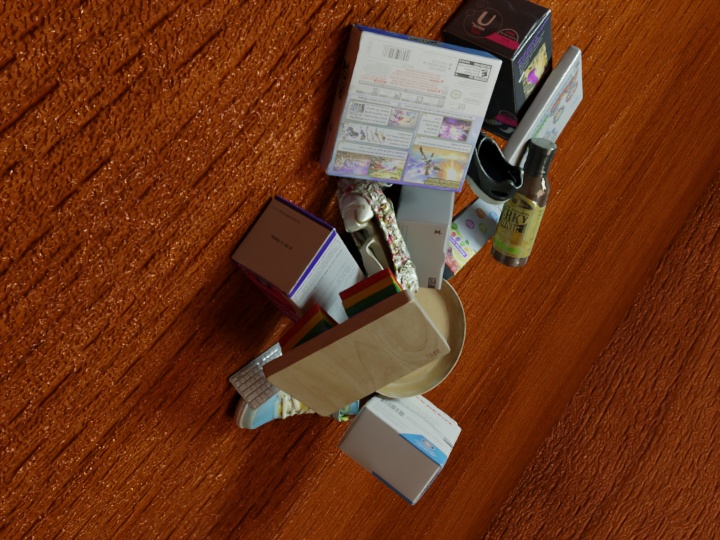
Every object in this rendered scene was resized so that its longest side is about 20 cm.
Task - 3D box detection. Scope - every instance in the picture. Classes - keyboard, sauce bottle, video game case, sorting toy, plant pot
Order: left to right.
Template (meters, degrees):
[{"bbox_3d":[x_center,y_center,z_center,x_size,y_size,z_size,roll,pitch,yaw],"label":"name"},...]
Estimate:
[{"bbox_3d":[-0.101,0.126,1.224,0.200,0.056,0.011,-35,167,-41],"label":"keyboard"},{"bbox_3d":[-0.007,0.090,1.085,0.197,0.070,0.200,-28,152,7],"label":"sorting toy"},{"bbox_3d":[0.069,0.094,1.312,0.198,0.027,0.202,-4,100,-22],"label":"plant pot"},{"bbox_3d":[0.062,-0.202,1.093,0.198,0.046,0.183,5,115,-24],"label":"video game case"},{"bbox_3d":[0.251,-0.104,1.309,0.065,0.064,0.202,-27,136,-48],"label":"sauce bottle"},{"bbox_3d":[0.284,-0.225,1.331,0.201,0.024,0.182,-57,161,-2],"label":"video game case"}]

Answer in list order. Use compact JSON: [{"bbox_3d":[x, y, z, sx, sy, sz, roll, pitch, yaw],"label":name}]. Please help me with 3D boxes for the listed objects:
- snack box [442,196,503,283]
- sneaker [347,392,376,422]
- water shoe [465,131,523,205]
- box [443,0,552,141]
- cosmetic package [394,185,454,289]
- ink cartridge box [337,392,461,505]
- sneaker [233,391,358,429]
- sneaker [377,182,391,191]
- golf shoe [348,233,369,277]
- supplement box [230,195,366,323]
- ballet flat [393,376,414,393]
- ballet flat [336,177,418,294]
[{"bbox_3d":[0.152,-0.041,1.417,0.200,0.068,0.169,-41,179,-34],"label":"snack box"},{"bbox_3d":[0.000,0.144,1.398,0.201,0.075,0.105,-61,156,-11],"label":"sneaker"},{"bbox_3d":[0.152,-0.183,1.213,0.072,0.200,0.079,-48,-178,-26],"label":"water shoe"},{"bbox_3d":[0.210,-0.303,1.278,0.106,0.122,0.200,-51,152,-16],"label":"box"},{"bbox_3d":[0.093,-0.077,1.241,0.201,0.080,0.114,-73,170,-55],"label":"cosmetic package"},{"bbox_3d":[0.066,0.260,1.341,0.086,0.146,0.200,-56,171,12],"label":"ink cartridge box"},{"bbox_3d":[-0.078,0.186,1.237,0.200,0.130,0.080,-36,147,-41],"label":"sneaker"},{"bbox_3d":[0.050,-0.161,1.177,0.074,0.088,0.201,3,115,-62],"label":"sneaker"},{"bbox_3d":[0.000,0.000,1.256,0.201,0.077,0.094,-59,154,-2],"label":"golf shoe"},{"bbox_3d":[-0.068,0.007,1.113,0.104,0.101,0.200,-55,153,-10],"label":"supplement box"},{"bbox_3d":[0.090,0.152,1.425,0.067,0.067,0.200,-31,-177,11],"label":"ballet flat"},{"bbox_3d":[0.016,-0.047,1.129,0.075,0.201,0.064,-30,176,38],"label":"ballet flat"}]
